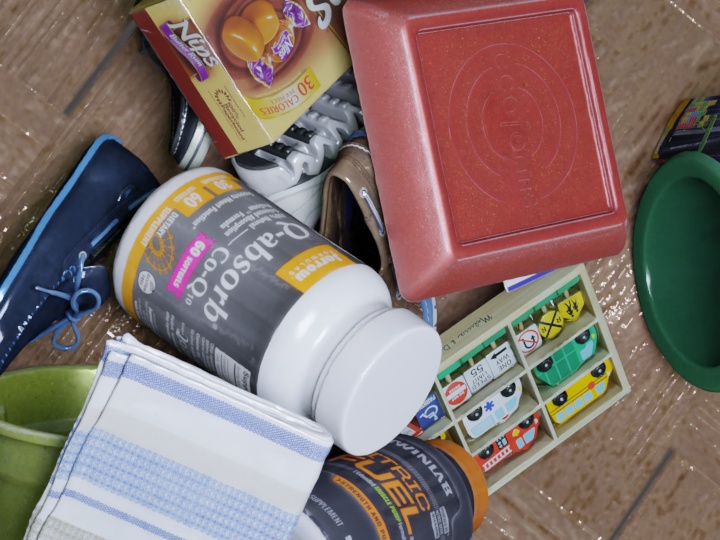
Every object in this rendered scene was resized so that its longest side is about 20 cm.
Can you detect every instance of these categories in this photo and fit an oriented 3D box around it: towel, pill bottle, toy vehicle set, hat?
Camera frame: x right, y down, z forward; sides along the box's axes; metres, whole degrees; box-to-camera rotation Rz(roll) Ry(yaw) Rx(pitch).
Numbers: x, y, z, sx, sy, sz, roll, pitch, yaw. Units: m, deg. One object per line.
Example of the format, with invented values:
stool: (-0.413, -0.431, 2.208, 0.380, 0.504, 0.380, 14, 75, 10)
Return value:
towel: (-0.118, 0.147, 1.364, 0.147, 0.024, 0.200, 24, 112, -5)
pill bottle: (-0.053, 0.026, 1.459, 0.200, 0.116, 0.116, 33, 79, 28)
toy vehicle set: (0.088, 0.090, 1.588, 0.200, 0.027, 0.124, -35, 127, -13)
pill bottle: (0.001, 0.166, 1.462, 0.200, 0.106, 0.106, -20, 97, -53)
hat: (0.306, -0.005, 1.623, 0.176, 0.200, 0.166, -10, 65, -23)

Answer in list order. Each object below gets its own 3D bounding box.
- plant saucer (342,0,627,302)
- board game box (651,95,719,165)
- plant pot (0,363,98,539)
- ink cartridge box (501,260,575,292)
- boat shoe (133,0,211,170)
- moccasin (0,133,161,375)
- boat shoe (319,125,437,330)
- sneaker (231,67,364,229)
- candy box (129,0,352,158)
plant saucer: (0.095, -0.094, 1.513, 0.200, 0.037, 0.200, -12, 91, -37)
board game box: (0.325, -0.053, 1.610, 0.200, 0.165, 0.057, 31, 82, -14)
plant pot: (-0.160, 0.173, 1.478, 0.200, 0.200, 0.184, 1, 101, -15)
ink cartridge box: (0.092, -0.092, 1.552, 0.095, 0.037, 0.200, -24, 96, -36)
boat shoe: (-0.121, -0.165, 1.537, 0.062, 0.075, 0.200, 2, 83, -14)
moccasin: (-0.189, -0.002, 1.492, 0.068, 0.080, 0.200, 35, 65, -9)
boat shoe: (0.000, 0.000, 1.535, 0.072, 0.072, 0.200, -35, 131, -41)
sneaker: (0.004, -0.094, 1.579, 0.200, 0.075, 0.081, -33, 124, -19)
candy box: (-0.050, -0.178, 1.514, 0.200, 0.056, 0.117, -47, 113, -38)
